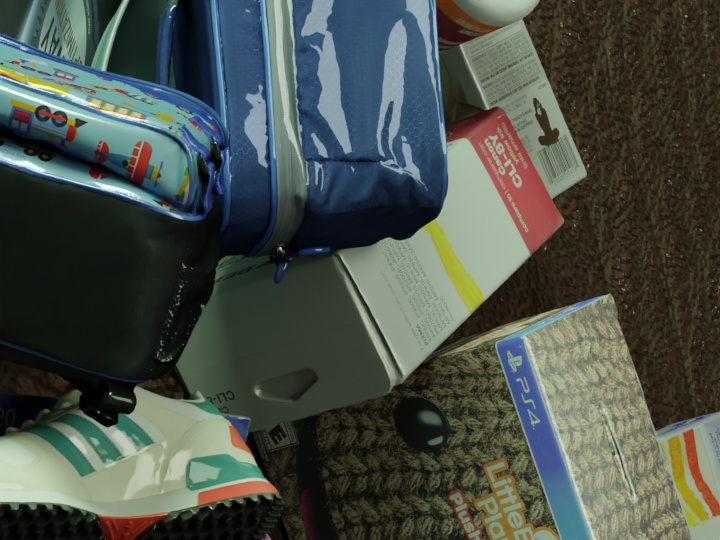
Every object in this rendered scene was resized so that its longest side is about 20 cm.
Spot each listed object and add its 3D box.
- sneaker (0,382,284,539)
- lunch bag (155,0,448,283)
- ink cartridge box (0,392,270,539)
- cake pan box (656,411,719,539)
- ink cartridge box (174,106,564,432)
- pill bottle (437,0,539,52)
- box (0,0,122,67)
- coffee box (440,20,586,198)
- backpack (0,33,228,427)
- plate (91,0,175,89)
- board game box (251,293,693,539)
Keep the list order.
[{"bbox_3d":[-0.134,0.090,1.126,0.199,0.070,0.094,0,46,-37],"label":"sneaker"},{"bbox_3d":[-0.037,-0.094,1.240,0.132,0.136,0.201,-2,80,-11],"label":"lunch bag"},{"bbox_3d":[-0.134,0.162,1.175,0.196,0.043,0.201,8,94,-40],"label":"ink cartridge box"},{"bbox_3d":[0.188,0.200,1.506,0.184,0.052,0.201,-13,86,-50],"label":"cake pan box"},{"bbox_3d":[0.000,0.000,1.401,0.200,0.145,0.084,-42,109,-50],"label":"ink cartridge box"},{"bbox_3d":[-0.002,-0.164,1.419,0.109,0.200,0.110,23,58,-44],"label":"pill bottle"},{"bbox_3d":[-0.172,-0.139,1.263,0.160,0.043,0.200,-66,152,-42],"label":"box"},{"bbox_3d":[0.040,-0.123,1.529,0.080,0.114,0.200,-32,100,-51],"label":"coffee box"},{"bbox_3d":[-0.145,-0.031,1.137,0.200,0.182,0.135,-61,170,-80],"label":"backpack"},{"bbox_3d":[-0.112,-0.078,1.337,0.200,0.025,0.201,9,90,-73],"label":"plate"},{"bbox_3d":[0.061,0.121,1.385,0.097,0.200,0.160,-21,92,-53],"label":"board game box"}]
